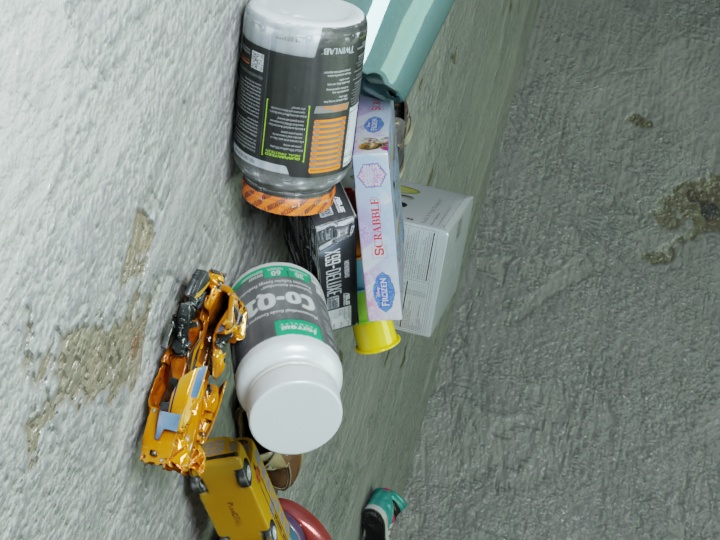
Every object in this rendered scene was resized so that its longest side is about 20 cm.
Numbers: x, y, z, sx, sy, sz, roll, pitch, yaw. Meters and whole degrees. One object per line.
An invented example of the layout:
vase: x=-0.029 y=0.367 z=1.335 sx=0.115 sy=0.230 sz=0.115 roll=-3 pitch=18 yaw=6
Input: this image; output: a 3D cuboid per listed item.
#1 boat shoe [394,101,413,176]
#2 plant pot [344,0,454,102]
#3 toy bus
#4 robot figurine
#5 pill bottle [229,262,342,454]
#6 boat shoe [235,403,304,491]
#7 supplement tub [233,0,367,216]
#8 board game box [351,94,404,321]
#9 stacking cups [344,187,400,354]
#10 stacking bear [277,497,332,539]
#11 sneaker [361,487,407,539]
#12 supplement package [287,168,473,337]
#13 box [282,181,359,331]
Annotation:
boat shoe: x=0.033 y=-0.195 z=1.902 sx=0.201 sy=0.074 sz=0.074 roll=-77 pitch=164 yaw=-54
plant pot: x=0.016 y=-0.299 z=1.384 sx=0.200 sy=0.199 sz=0.197 roll=34 pitch=78 yaw=-78
toy bus: x=-0.136 y=0.259 z=1.462 sx=0.079 sy=0.065 sz=0.201 roll=-88 pitch=165 yaw=-50
robot figurine: x=-0.160 y=0.098 z=1.261 sx=0.145 sy=0.058 sz=0.202 roll=68 pitch=37 yaw=-76
pill bottle: x=-0.079 y=0.090 z=1.341 sx=0.201 sy=0.112 sz=0.114 roll=-107 pitch=-160 yaw=-54
boat shoe: x=-0.120 y=0.208 z=1.590 sx=0.201 sy=0.075 sz=0.074 roll=82 pitch=28 yaw=-42
supplement tub: x=-0.063 y=-0.164 z=1.275 sx=0.123 sy=0.122 sz=0.202 roll=-56 pitch=158 yaw=-61
board game box: x=0.022 y=-0.080 z=1.444 sx=0.200 sy=0.041 sz=0.201 roll=-84 pitch=170 yaw=-61
stacking cups: x=0.000 y=0.000 z=1.567 sx=0.061 sy=0.060 sz=0.202 roll=-53 pitch=133 yaw=-64
stacking bear: x=-0.136 y=0.368 z=1.592 sx=0.114 sy=0.121 sz=0.200 roll=60 pitch=27 yaw=2
sneaker: x=0.050 y=0.554 z=2.851 sx=0.121 sy=0.083 sz=0.201 roll=-53 pitch=154 yaw=-43
supplement package: x=0.026 y=-0.031 z=1.690 sx=0.191 sy=0.198 sz=0.148 roll=-50 pitch=151 yaw=-68
box: x=-0.050 y=-0.049 z=1.468 sx=0.201 sy=0.049 sz=0.158 roll=89 pitch=-17 yaw=-52
